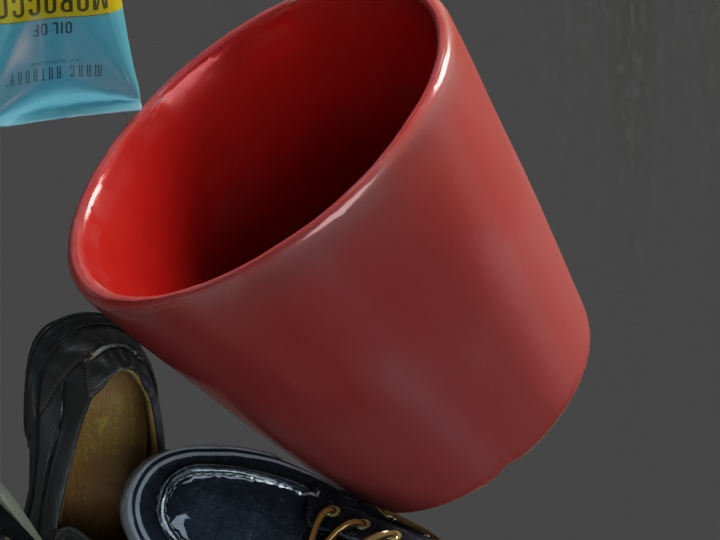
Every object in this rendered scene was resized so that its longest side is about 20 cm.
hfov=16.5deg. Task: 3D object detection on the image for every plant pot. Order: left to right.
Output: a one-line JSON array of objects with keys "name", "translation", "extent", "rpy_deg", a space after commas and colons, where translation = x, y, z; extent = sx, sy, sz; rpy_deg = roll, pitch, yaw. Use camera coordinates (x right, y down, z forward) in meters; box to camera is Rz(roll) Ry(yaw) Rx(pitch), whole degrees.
[{"name": "plant pot", "translation": [0.000, 0.000, 1.108], "extent": [0.200, 0.200, 0.178], "rpy_deg": [-43, 121, -7]}]

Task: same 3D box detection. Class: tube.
[{"name": "tube", "translation": [-0.142, -0.164, 1.100], "extent": [0.077, 0.050, 0.201], "rpy_deg": [-6, 107, -11]}]

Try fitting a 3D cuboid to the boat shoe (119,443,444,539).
[{"name": "boat shoe", "translation": [-0.004, 0.128, 1.078], "extent": [0.199, 0.091, 0.071], "rpy_deg": [24, 79, -12]}]

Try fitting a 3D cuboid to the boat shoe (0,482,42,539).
[{"name": "boat shoe", "translation": [-0.139, 0.170, 1.092], "extent": [0.200, 0.068, 0.072], "rpy_deg": [45, 98, 6]}]

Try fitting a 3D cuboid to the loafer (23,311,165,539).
[{"name": "loafer", "translation": [-0.120, 0.124, 1.142], "extent": [0.072, 0.072, 0.201], "rpy_deg": [-9, 104, -19]}]
